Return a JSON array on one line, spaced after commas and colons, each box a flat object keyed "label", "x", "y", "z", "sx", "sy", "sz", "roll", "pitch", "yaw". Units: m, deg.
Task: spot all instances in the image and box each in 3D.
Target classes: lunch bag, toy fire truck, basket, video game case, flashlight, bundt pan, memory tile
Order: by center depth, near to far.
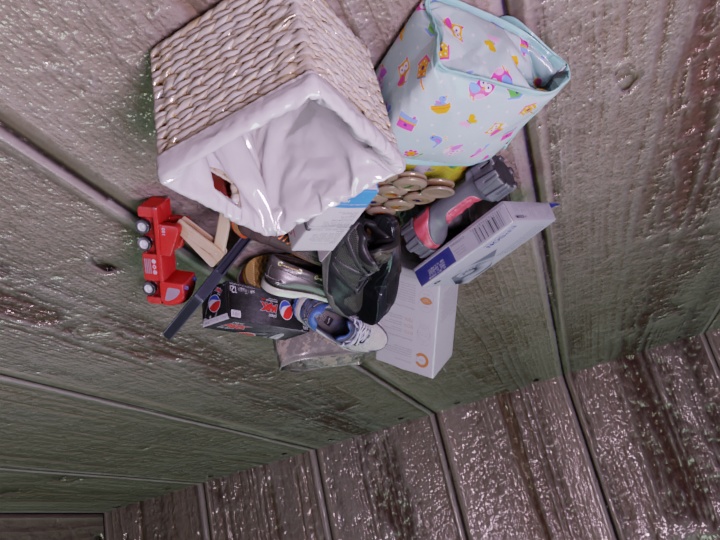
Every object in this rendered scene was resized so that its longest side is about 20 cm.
[{"label": "basket", "x": -0.088, "y": -0.164, "z": 0.735, "sx": 0.197, "sy": 0.165, "sz": 0.197, "roll": -24, "pitch": 156, "yaw": 22}, {"label": "lunch bag", "x": 0.123, "y": -0.205, "z": 0.822, "sx": 0.195, "sy": 0.125, "sz": 0.170, "roll": 5, "pitch": 151, "yaw": -26}, {"label": "toy fire truck", "x": -0.232, "y": -0.044, "z": 0.963, "sx": 0.137, "sy": 0.205, "sz": 0.049, "roll": 6, "pitch": -156, "yaw": 10}, {"label": "memory tile", "x": 0.030, "y": -0.111, "z": 1.028, "sx": 0.150, "sy": 0.017, "sz": 0.198, "roll": 8, "pitch": 168, "yaw": -31}, {"label": "flashlight", "x": 0.146, "y": -0.091, "z": 1.050, "sx": 0.067, "sy": 0.069, "sz": 0.199, "roll": 0, "pitch": 155, "yaw": -44}, {"label": "video game case", "x": -0.214, "y": 0.004, "z": 1.059, "sx": 0.019, "sy": 0.202, "sz": 0.143, "roll": 39, "pitch": 138, "yaw": -10}, {"label": "bundt pan", "x": 0.171, "y": -0.083, "z": 1.195, "sx": 0.197, "sy": 0.078, "sz": 0.203, "roll": -13, "pitch": 158, "yaw": -5}, {"label": "lunch bag", "x": -0.086, "y": 0.102, "z": 1.353, "sx": 0.195, "sy": 0.168, "sz": 0.118, "roll": -3, "pitch": 159, "yaw": -25}]

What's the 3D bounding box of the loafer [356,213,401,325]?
[{"label": "loafer", "x": 0.036, "y": -0.009, "z": 1.157, "sx": 0.072, "sy": 0.072, "sz": 0.204, "roll": -30, "pitch": 143, "yaw": -42}]

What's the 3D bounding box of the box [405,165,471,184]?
[{"label": "box", "x": 0.098, "y": -0.163, "z": 1.003, "sx": 0.116, "sy": 0.049, "sz": 0.198, "roll": -30, "pitch": 151, "yaw": 32}]

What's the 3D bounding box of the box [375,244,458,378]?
[{"label": "box", "x": 0.105, "y": 0.073, "z": 1.296, "sx": 0.122, "sy": 0.205, "sz": 0.097, "roll": 15, "pitch": -153, "yaw": 26}]

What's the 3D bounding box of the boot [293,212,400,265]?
[{"label": "boot", "x": -0.027, "y": -0.062, "z": 1.168, "sx": 0.195, "sy": 0.076, "sz": 0.098, "roll": 7, "pitch": 128, "yaw": -27}]

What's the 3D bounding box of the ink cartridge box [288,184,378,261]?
[{"label": "ink cartridge box", "x": -0.056, "y": -0.104, "z": 0.952, "sx": 0.066, "sy": 0.119, "sz": 0.200, "roll": -1, "pitch": 154, "yaw": -27}]

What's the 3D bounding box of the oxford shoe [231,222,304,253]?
[{"label": "oxford shoe", "x": -0.120, "y": -0.066, "z": 1.004, "sx": 0.071, "sy": 0.073, "sz": 0.200, "roll": 24, "pitch": -178, "yaw": 17}]

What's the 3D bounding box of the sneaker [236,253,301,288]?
[{"label": "sneaker", "x": -0.125, "y": 0.010, "z": 1.257, "sx": 0.195, "sy": 0.077, "sz": 0.090, "roll": 3, "pitch": 165, "yaw": -28}]

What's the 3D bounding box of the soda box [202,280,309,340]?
[{"label": "soda box", "x": -0.175, "y": 0.071, "z": 1.195, "sx": 0.070, "sy": 0.065, "sz": 0.198, "roll": -18, "pitch": 159, "yaw": 33}]

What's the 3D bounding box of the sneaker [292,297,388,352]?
[{"label": "sneaker", "x": -0.026, "y": 0.104, "z": 1.224, "sx": 0.197, "sy": 0.085, "sz": 0.078, "roll": 24, "pitch": 95, "yaw": -30}]

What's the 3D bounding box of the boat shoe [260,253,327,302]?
[{"label": "boat shoe", "x": -0.067, "y": 0.013, "z": 1.183, "sx": 0.197, "sy": 0.072, "sz": 0.062, "roll": 7, "pitch": 112, "yaw": -28}]

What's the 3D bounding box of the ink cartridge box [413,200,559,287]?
[{"label": "ink cartridge box", "x": 0.211, "y": -0.041, "z": 1.130, "sx": 0.198, "sy": 0.041, "sz": 0.199, "roll": -8, "pitch": 155, "yaw": -49}]

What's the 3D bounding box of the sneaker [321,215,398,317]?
[{"label": "sneaker", "x": 0.000, "y": 0.000, "z": 1.085, "sx": 0.112, "sy": 0.076, "sz": 0.203, "roll": 15, "pitch": 130, "yaw": 25}]
